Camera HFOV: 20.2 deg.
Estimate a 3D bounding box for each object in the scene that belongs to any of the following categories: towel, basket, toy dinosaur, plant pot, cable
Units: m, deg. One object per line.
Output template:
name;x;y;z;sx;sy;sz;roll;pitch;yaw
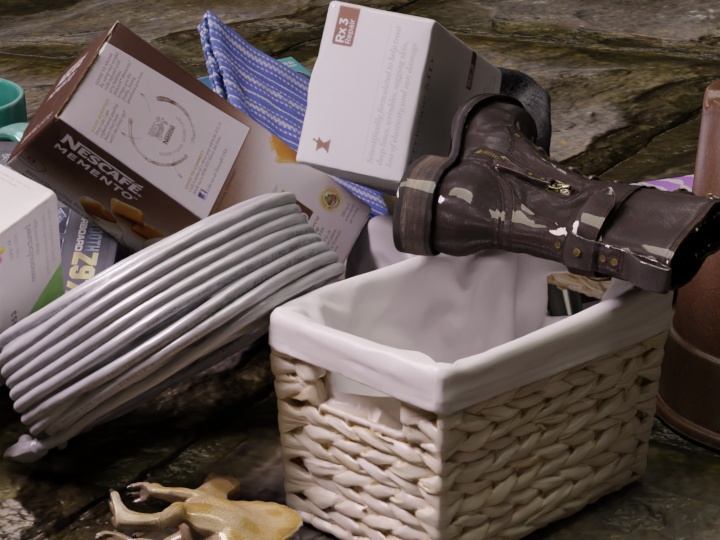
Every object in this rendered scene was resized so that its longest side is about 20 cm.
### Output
towel;-0.043;-0.101;1.417;0.144;0.024;0.200;29;23;-28
basket;0.062;0.068;1.102;0.135;0.124;0.199;17;26;42
toy dinosaur;-0.074;0.135;1.009;0.100;0.059;0.200;-6;19;-19
plant pot;0.279;-0.011;1.220;0.198;0.200;0.200;0;18;0
cable;-0.108;0.025;1.140;0.199;0.070;0.200;-28;-3;-30

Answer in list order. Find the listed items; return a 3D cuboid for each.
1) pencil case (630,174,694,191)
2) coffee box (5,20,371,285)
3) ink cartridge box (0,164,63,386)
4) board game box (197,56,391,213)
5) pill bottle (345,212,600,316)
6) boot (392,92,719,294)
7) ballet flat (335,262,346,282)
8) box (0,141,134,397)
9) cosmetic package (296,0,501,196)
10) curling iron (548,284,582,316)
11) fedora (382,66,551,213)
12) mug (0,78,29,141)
pencil case;0.204;-0.023;1.453;0.198;0.085;0.085;-6;-4;-22
coffee box;-0.109;-0.054;1.273;0.199;0.080;0.114;36;-26;-16
ink cartridge box;-0.260;0.037;1.157;0.067;0.118;0.200;27;48;25
board game box;-0.048;-0.081;1.551;0.150;0.047;0.200;-19;51;-44
pill bottle;0.100;0.006;1.306;0.199;0.112;0.111;-9;20;-27
boot;0.124;-0.037;1.136;0.173;0.070;0.200;10;26;18
ballet flat;0.000;0.000;1.401;0.069;0.070;0.200;6;19;18
box;-0.230;-0.004;1.326;0.156;0.051;0.201;-1;44;4
cosmetic package;0.028;-0.099;1.272;0.073;0.103;0.200;12;1;14
curling iron;0.110;-0.002;1.229;0.049;0.026;0.201;-4;60;-20
fedora;0.089;-0.093;1.516;0.199;0.092;0.201;18;41;-16
mug;-0.326;-0.076;1.557;0.151;0.115;0.185;-7;20;-21
